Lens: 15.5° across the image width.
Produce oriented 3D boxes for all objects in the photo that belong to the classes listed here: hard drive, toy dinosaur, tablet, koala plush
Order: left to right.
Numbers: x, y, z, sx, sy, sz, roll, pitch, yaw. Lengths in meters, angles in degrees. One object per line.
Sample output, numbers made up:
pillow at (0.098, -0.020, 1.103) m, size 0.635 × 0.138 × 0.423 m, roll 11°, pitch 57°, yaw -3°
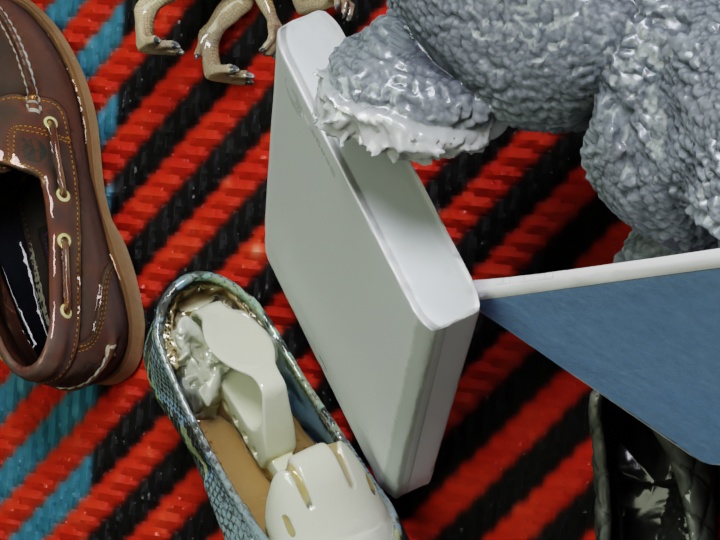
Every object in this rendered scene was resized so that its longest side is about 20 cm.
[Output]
toy dinosaur at (-0.064, -0.139, 1.170) m, size 0.199 × 0.058 × 0.102 m, roll 4°, pitch 76°, yaw 27°
hard drive at (0.000, 0.000, 1.046) m, size 0.026 × 0.200 × 0.132 m, roll -23°, pitch 71°, yaw -12°
koala plush at (0.096, -0.083, 0.922) m, size 0.199 × 0.184 × 0.178 m, roll 28°, pitch 91°, yaw 4°
tablet at (0.133, 0.030, 0.903) m, size 0.200 × 0.130 × 0.014 m, roll -10°, pitch 50°, yaw 61°

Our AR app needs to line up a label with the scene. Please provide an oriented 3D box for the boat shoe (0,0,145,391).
boat shoe at (-0.157, -0.041, 1.212) m, size 0.070 × 0.070 × 0.201 m, roll -32°, pitch 70°, yaw 30°

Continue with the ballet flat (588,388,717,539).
ballet flat at (0.113, 0.135, 1.030) m, size 0.066 × 0.057 × 0.201 m, roll -12°, pitch 82°, yaw 35°

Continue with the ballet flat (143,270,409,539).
ballet flat at (-0.034, 0.079, 1.111) m, size 0.074 × 0.074 × 0.200 m, roll -51°, pitch 60°, yaw 22°
